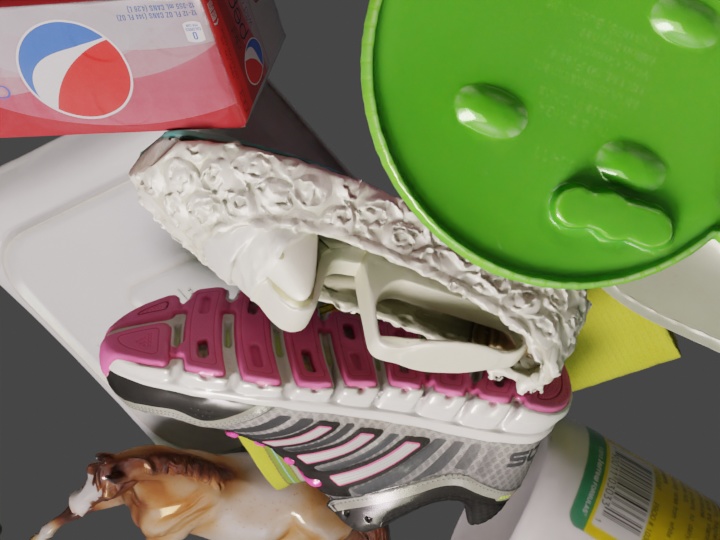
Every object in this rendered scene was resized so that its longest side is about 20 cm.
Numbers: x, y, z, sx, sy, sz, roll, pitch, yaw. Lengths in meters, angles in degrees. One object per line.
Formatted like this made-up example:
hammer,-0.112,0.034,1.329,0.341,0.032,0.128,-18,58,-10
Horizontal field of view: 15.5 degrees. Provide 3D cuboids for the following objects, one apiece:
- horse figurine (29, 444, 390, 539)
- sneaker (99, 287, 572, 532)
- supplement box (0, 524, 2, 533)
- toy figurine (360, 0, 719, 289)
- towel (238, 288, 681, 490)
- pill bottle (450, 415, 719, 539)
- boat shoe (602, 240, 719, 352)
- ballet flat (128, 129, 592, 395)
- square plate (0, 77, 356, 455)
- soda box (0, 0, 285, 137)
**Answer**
horse figurine,-0.061,0.119,1.241,0.199,0.050,0.133,12,143,-29
sneaker,-0.014,0.066,1.116,0.198,0.074,0.088,7,121,-9
supplement box,-0.252,0.094,1.274,0.085,0.111,0.201,3,133,17
toy figurine,0.081,-0.072,0.962,0.199,0.184,0.151,19,94,-12
towel,0.032,0.035,1.149,0.199,0.018,0.086,-19,125,17
pill bottle,0.142,0.158,1.190,0.199,0.113,0.113,30,135,-9
boat shoe,0.154,-0.007,1.060,0.201,0.061,0.072,37,136,10
ballet flat,0.000,0.000,1.066,0.199,0.072,0.072,16,136,-9
square plate,-0.067,0.011,1.187,0.197,0.029,0.200,-23,121,35
soda box,-0.137,-0.099,1.083,0.198,0.064,0.070,-2,131,21
